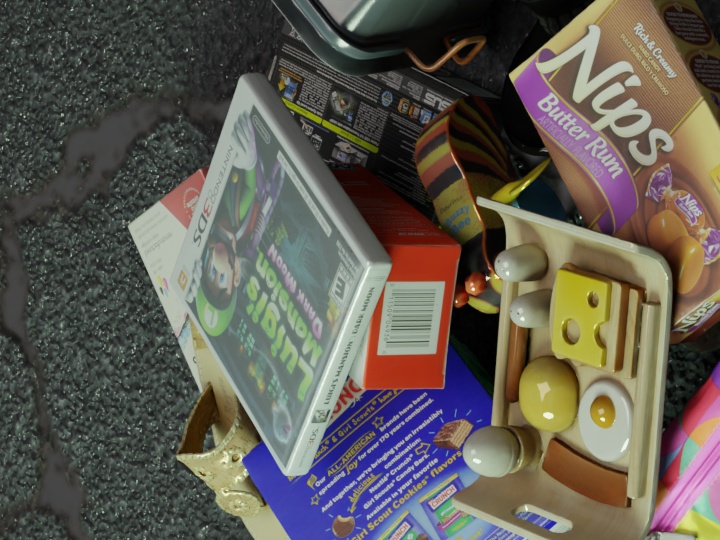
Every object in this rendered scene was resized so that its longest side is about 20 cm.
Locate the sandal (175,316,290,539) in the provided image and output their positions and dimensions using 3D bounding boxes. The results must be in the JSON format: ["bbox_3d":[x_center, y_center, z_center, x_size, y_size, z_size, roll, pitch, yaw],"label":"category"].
[{"bbox_3d":[-0.104,0.111,1.803,0.077,0.069,0.213,2,106,49],"label":"sandal"}]

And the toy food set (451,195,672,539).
[{"bbox_3d":[0.114,0.065,1.556,0.143,0.060,0.201,18,110,48],"label":"toy food set"}]

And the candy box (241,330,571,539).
[{"bbox_3d":[0.041,0.152,1.702,0.169,0.077,0.200,-40,52,5],"label":"candy box"}]

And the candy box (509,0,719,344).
[{"bbox_3d":[0.184,-0.070,1.553,0.117,0.056,0.201,-39,67,35],"label":"candy box"}]

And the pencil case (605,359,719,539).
[{"bbox_3d":[0.227,0.106,1.563,0.088,0.088,0.201,43,108,36],"label":"pencil case"}]

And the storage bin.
[{"bbox_3d":[0.044,-0.218,1.683,0.146,0.200,0.134,53,123,15],"label":"storage bin"}]

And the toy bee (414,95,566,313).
[{"bbox_3d":[0.090,-0.021,1.668,0.200,0.108,0.131,44,123,23],"label":"toy bee"}]

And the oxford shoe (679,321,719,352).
[{"bbox_3d":[0.193,-0.042,1.633,0.058,0.075,0.201,-40,66,61],"label":"oxford shoe"}]

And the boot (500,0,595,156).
[{"bbox_3d":[0.119,-0.166,1.643,0.080,0.157,0.212,52,122,32],"label":"boot"}]

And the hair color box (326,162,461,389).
[{"bbox_3d":[0.000,0.000,1.701,0.200,0.061,0.102,-137,51,-63],"label":"hair color box"}]

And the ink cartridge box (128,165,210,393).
[{"bbox_3d":[-0.080,0.030,1.851,0.116,0.067,0.201,-34,79,51],"label":"ink cartridge box"}]

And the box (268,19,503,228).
[{"bbox_3d":[0.003,-0.081,1.830,0.200,0.044,0.161,29,109,41],"label":"box"}]

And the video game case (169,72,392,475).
[{"bbox_3d":[-0.057,0.002,1.679,0.200,0.023,0.182,56,137,39],"label":"video game case"}]
